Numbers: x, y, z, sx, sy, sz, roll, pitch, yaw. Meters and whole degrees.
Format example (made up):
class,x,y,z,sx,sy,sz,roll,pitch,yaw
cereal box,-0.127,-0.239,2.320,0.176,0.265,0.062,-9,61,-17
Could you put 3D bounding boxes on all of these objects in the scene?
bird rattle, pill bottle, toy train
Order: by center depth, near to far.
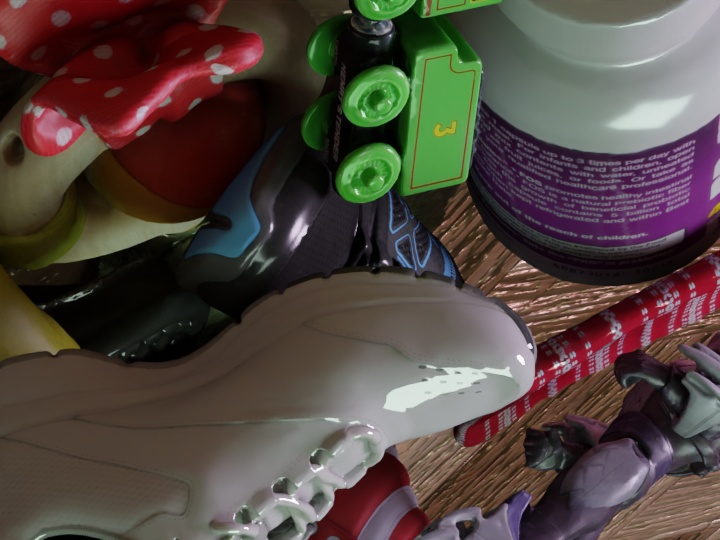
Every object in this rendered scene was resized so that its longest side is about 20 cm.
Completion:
class,x,y,z,sx,sy,sz,roll,pitch,yaw
toy train,0.018,-0.103,0.871,0.056,0.042,0.201,-12,134,-21
bird rattle,-0.080,-0.053,0.957,0.163,0.113,0.200,-16,148,-50
pill bottle,0.085,-0.078,0.991,0.112,0.113,0.200,-22,160,-3

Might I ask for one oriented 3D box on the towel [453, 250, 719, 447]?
class,x,y,z,sx,sy,sz,roll,pitch,yaw
towel,0.128,0.009,1.089,0.199,0.023,0.145,-27,175,-13

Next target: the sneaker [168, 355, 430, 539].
class,x,y,z,sx,sy,sz,roll,pitch,yaw
sneaker,-0.062,0.095,1.047,0.199,0.113,0.071,-19,163,-32

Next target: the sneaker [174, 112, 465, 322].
class,x,y,z,sx,sy,sz,roll,pitch,yaw
sneaker,0.000,0.000,0.999,0.073,0.082,0.200,-50,166,8

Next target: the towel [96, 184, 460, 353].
class,x,y,z,sx,sy,sz,roll,pitch,yaw
towel,-0.043,0.001,1.157,0.148,0.037,0.200,-16,157,-22

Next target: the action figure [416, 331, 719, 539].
class,x,y,z,sx,sy,sz,roll,pitch,yaw
action figure,0.088,0.074,1.054,0.200,0.069,0.130,-41,170,-26

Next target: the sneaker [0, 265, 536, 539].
class,x,y,z,sx,sy,sz,roll,pitch,yaw
sneaker,-0.037,0.061,0.919,0.199,0.087,0.075,-18,143,5

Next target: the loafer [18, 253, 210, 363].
class,x,y,z,sx,sy,sz,roll,pitch,yaw
loafer,-0.153,0.032,1.062,0.199,0.072,0.073,-21,166,6
